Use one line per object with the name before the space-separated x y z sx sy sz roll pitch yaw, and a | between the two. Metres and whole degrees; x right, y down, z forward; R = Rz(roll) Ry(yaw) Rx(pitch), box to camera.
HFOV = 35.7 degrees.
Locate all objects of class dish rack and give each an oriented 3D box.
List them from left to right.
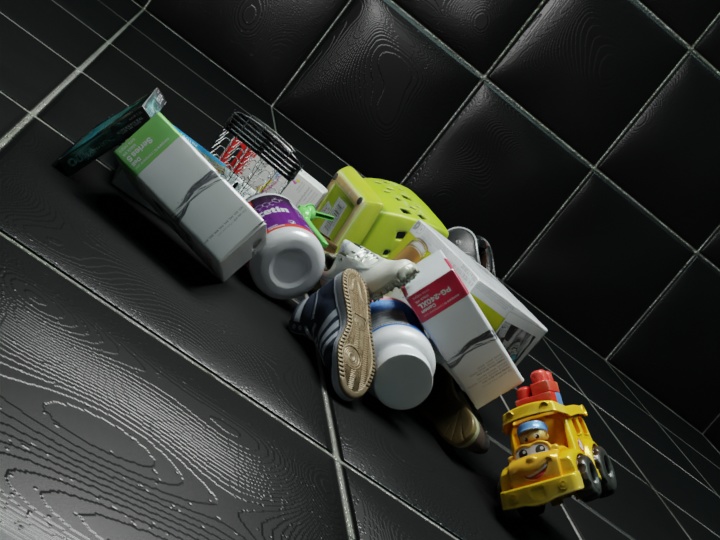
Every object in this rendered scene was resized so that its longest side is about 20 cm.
dish rack | -0.175 -0.170 1.783 0.153 0.200 0.055 38 49 -6

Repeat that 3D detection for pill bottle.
pill bottle | -0.130 -0.045 1.685 0.112 0.113 0.200 33 11 -29
pill bottle | 0.045 0.119 1.582 0.112 0.112 0.200 36 11 -17

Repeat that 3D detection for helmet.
helmet | 0.183 -0.006 2.417 0.200 0.190 0.201 -12 90 -72

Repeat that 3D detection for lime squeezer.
lime squeezer | -0.078 -0.087 1.868 0.070 0.038 0.200 18 14 -3

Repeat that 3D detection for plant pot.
plant pot | 0.012 -0.065 2.072 0.181 0.200 0.199 25 16 -33

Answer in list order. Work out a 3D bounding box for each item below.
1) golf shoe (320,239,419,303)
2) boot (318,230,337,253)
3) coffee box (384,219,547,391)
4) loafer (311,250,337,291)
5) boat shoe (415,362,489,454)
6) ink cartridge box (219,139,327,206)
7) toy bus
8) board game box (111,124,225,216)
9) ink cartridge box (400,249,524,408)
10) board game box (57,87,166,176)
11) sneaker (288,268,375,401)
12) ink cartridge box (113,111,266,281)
golf shoe | 0.000 0.000 1.603 0.078 0.200 0.098 -26 94 -40
boot | -0.118 -0.051 1.870 0.200 0.076 0.074 25 19 -47
coffee box | 0.139 0.080 1.838 0.200 0.198 0.200 33 11 -40
loafer | -0.057 0.001 1.849 0.068 0.076 0.200 52 15 31
boat shoe | 0.130 0.207 1.649 0.065 0.073 0.200 46 8 -30
ink cartridge box | -0.173 -0.160 2.033 0.200 0.116 0.067 38 10 0
toy bus | 0.255 0.234 1.541 0.200 0.135 0.193 13 61 -65
board game box | -0.279 -0.144 1.665 0.147 0.064 0.200 36 17 -19
ink cartridge box | 0.143 0.085 1.629 0.201 0.083 0.145 58 3 -11
board game box | -0.337 -0.194 1.539 0.028 0.135 0.200 57 4 -16
sneaker | -0.042 0.102 1.514 0.070 0.108 0.201 34 41 -36
ink cartridge box | -0.220 -0.093 1.474 0.200 0.084 0.146 46 -10 5
